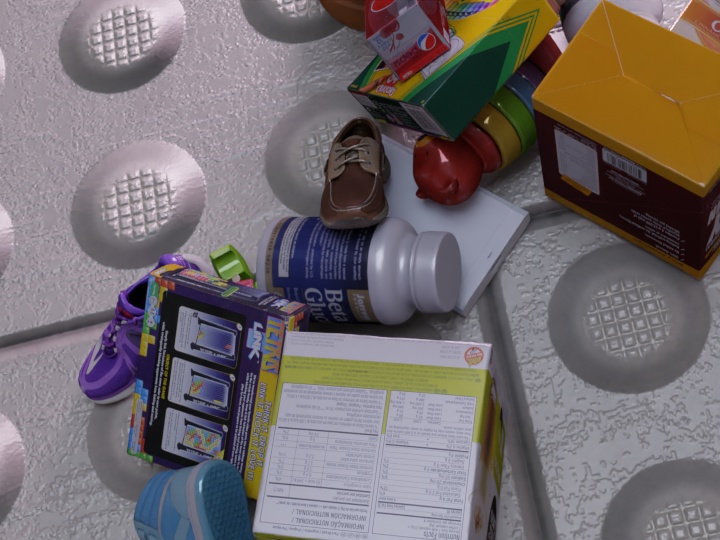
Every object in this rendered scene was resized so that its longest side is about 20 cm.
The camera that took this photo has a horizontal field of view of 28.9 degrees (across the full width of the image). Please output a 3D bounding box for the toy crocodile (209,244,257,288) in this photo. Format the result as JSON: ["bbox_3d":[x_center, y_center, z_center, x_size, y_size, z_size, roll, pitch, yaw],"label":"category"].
[{"bbox_3d":[-0.121,0.067,1.498,0.067,0.062,0.202,-15,64,6],"label":"toy crocodile"}]

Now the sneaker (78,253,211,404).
[{"bbox_3d":[-0.246,0.055,1.503,0.201,0.083,0.081,-51,59,12],"label":"sneaker"}]

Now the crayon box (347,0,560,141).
[{"bbox_3d":[0.094,-0.230,1.484,0.173,0.058,0.200,-50,26,-7],"label":"crayon box"}]

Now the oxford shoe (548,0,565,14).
[{"bbox_3d":[0.193,-0.317,1.546,0.070,0.200,0.075,35,95,-18],"label":"oxford shoe"}]

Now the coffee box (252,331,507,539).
[{"bbox_3d":[0.028,0.189,1.330,0.197,0.200,0.200,3,67,13],"label":"coffee box"}]

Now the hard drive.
[{"bbox_3d":[0.067,-0.053,1.531,0.199,0.026,0.132,30,75,23],"label":"hard drive"}]

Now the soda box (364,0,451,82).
[{"bbox_3d":[0.047,-0.284,1.491,0.070,0.063,0.201,-32,29,21],"label":"soda box"}]

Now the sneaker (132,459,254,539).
[{"bbox_3d":[-0.167,0.291,1.406,0.130,0.079,0.203,-8,85,43],"label":"sneaker"}]

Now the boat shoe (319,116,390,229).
[{"bbox_3d":[-0.009,-0.103,1.461,0.075,0.073,0.201,-7,25,4],"label":"boat shoe"}]

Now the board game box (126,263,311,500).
[{"bbox_3d":[-0.146,0.112,1.428,0.163,0.057,0.203,16,108,18],"label":"board game box"}]

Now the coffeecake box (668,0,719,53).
[{"bbox_3d":[0.412,-0.245,1.469,0.153,0.073,0.201,36,65,4],"label":"coffeecake box"}]

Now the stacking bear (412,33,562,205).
[{"bbox_3d":[0.130,-0.156,1.507,0.200,0.114,0.121,-50,25,-18],"label":"stacking bear"}]

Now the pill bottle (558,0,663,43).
[{"bbox_3d":[0.271,-0.312,1.555,0.112,0.113,0.202,-13,63,7],"label":"pill bottle"}]

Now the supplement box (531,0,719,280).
[{"bbox_3d":[0.296,-0.129,1.415,0.196,0.200,0.133,31,74,23],"label":"supplement box"}]

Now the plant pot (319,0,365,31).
[{"bbox_3d":[0.023,-0.401,1.639,0.197,0.140,0.203,-5,65,11],"label":"plant pot"}]

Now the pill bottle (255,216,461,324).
[{"bbox_3d":[0.000,0.000,1.457,0.198,0.111,0.112,1,65,24],"label":"pill bottle"}]
